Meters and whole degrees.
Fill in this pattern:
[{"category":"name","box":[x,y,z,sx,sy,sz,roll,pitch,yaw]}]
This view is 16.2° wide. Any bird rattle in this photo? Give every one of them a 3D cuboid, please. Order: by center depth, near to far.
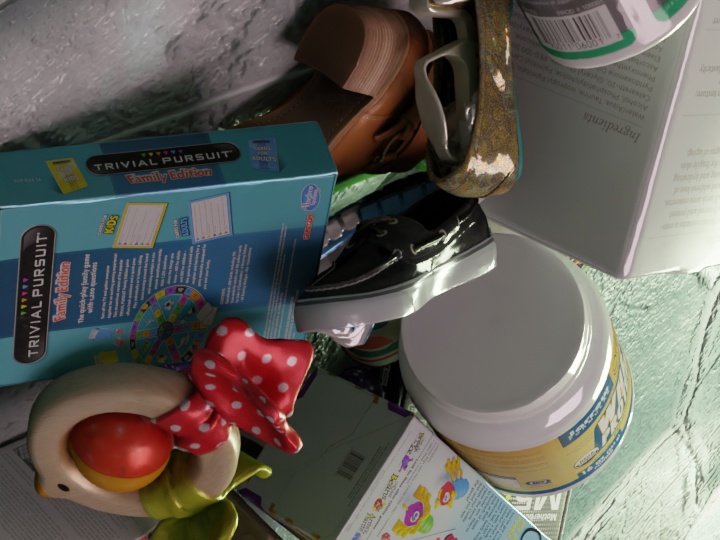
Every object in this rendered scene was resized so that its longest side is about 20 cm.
[{"category":"bird rattle","box":[-0.119,0.106,1.517,0.162,0.113,0.200,7,148,-7]}]

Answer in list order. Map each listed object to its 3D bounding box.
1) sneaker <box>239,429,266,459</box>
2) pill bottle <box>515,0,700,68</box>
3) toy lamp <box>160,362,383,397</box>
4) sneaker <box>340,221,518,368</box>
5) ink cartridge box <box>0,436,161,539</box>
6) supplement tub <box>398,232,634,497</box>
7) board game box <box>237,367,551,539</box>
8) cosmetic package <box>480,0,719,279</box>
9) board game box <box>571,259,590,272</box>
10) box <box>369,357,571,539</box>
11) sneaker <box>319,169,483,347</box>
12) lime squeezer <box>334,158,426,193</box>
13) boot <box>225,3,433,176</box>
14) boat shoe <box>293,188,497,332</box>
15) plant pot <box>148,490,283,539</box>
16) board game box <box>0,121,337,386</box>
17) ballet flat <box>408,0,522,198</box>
[{"category":"sneaker","box":[-0.041,0.120,1.847,0.200,0.071,0.083,25,83,-63]},{"category":"pill bottle","box":[0.115,-0.226,1.473,0.113,0.113,0.200,-40,122,-12]},{"category":"toy lamp","box":[-0.069,0.084,1.734,0.199,0.058,0.058,9,120,-50]},{"category":"sneaker","box":[0.058,-0.018,1.779,0.200,0.070,0.093,-41,158,-6]},{"category":"ink cartridge box","box":[-0.197,0.161,1.612,0.199,0.109,0.051,-24,146,-38]},{"category":"supplement tub","box":[0.105,0.065,1.720,0.145,0.145,0.200,-45,158,-4]},{"category":"board game box","box":[0.027,0.170,1.747,0.105,0.103,0.200,-56,135,-10]},{"category":"cosmetic package","box":[0.178,-0.119,1.668,0.167,0.166,0.201,-6,115,-51]},{"category":"board game box","box":[0.174,-0.047,1.914,0.105,0.023,0.200,-53,164,7]},{"category":"box","box":[0.076,0.157,1.892,0.199,0.047,0.194,6,97,-40]},{"category":"sneaker","box":[0.000,0.000,1.645,0.199,0.087,0.075,-26,-176,5]},{"category":"lime squeezer","box":[0.051,-0.112,1.701,0.200,0.038,0.071,-48,120,2]},{"category":"boot","box":[-0.016,-0.074,1.606,0.200,0.074,0.154,-52,156,14]},{"category":"boat shoe","box":[0.018,-0.007,1.531,0.200,0.068,0.057,-24,105,-57]},{"category":"plant pot","box":[-0.122,0.238,1.750,0.199,0.200,0.177,-39,139,-14]},{"category":"board game box","box":[-0.123,-0.009,1.485,0.199,0.047,0.152,-6,137,-18]},{"category":"ballet flat","box":[0.061,-0.143,1.552,0.070,0.070,0.201,-10,98,-49]}]
